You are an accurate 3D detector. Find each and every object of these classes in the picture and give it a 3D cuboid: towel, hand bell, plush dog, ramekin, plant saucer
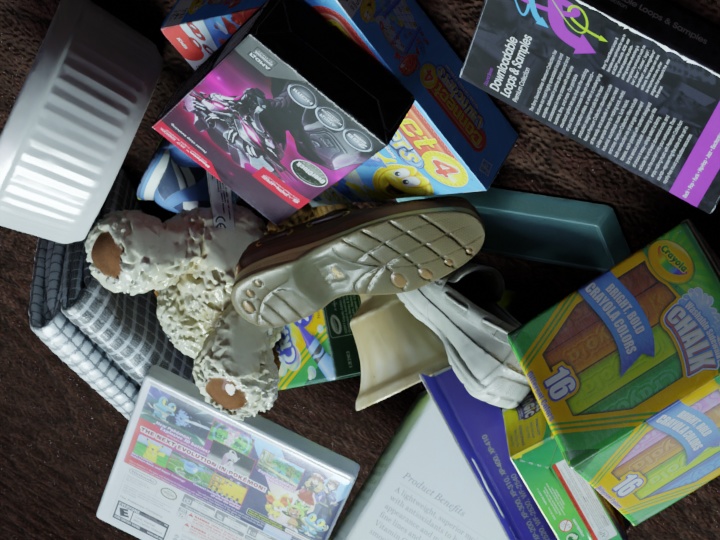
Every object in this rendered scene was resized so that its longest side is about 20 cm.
[{"bbox_3d":[-0.205,0.022,1.829,0.085,0.201,0.166,-30,125,23],"label":"towel"},{"bbox_3d":[0.000,0.000,1.651,0.104,0.104,0.201,-30,86,60],"label":"hand bell"},{"bbox_3d":[-0.118,0.015,1.675,0.200,0.160,0.172,47,159,0],"label":"plush dog"},{"bbox_3d":[-0.229,-0.114,1.624,0.094,0.204,0.202,24,154,-10],"label":"ramekin"},{"bbox_3d":[0.113,-0.035,1.583,0.199,0.019,0.070,10,145,34],"label":"plant saucer"}]

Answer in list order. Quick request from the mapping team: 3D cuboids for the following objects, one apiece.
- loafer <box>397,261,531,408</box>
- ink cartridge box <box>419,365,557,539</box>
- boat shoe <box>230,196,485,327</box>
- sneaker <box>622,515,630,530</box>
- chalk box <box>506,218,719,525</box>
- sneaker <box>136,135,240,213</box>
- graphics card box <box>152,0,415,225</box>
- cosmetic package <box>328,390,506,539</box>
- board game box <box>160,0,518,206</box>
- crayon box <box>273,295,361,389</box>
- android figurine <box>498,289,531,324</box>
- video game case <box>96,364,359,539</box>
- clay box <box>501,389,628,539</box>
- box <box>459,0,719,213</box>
[{"bbox_3d":[0.081,0.023,1.567,0.070,0.070,0.200,17,-155,-41],"label":"loafer"},{"bbox_3d":[0.122,0.165,1.609,0.199,0.043,0.200,62,-173,12],"label":"ink cartridge box"},{"bbox_3d":[-0.004,-0.021,1.552,0.198,0.068,0.072,-17,131,12],"label":"boat shoe"},{"bbox_3d":[0.198,0.136,1.675,0.074,0.107,0.201,7,144,38],"label":"sneaker"},{"bbox_3d":[0.228,0.061,1.439,0.124,0.199,0.125,41,-162,-50],"label":"chalk box"},{"bbox_3d":[-0.121,-0.097,1.669,0.082,0.074,0.200,29,158,-6],"label":"sneaker"},{"bbox_3d":[-0.059,-0.112,1.476,0.125,0.051,0.200,39,151,-12],"label":"graphics card box"},{"bbox_3d":[0.075,0.231,1.813,0.164,0.201,0.165,33,173,-1],"label":"cosmetic package"},{"bbox_3d":[-0.017,-0.138,1.506,0.195,0.056,0.200,-3,136,49],"label":"board game box"},{"bbox_3d":[-0.078,0.041,1.776,0.199,0.051,0.127,-14,86,49],"label":"crayon box"},{"bbox_3d":[0.072,0.050,1.739,0.199,0.041,0.182,3,141,41],"label":"android figurine"},{"bbox_3d":[-0.118,0.192,1.789,0.199,0.023,0.183,26,127,3],"label":"video game case"},{"bbox_3d":[0.151,0.135,1.561,0.047,0.200,0.115,-27,108,10],"label":"clay box"},{"bbox_3d":[0.169,-0.130,1.352,0.199,0.036,0.143,28,151,5],"label":"box"}]
